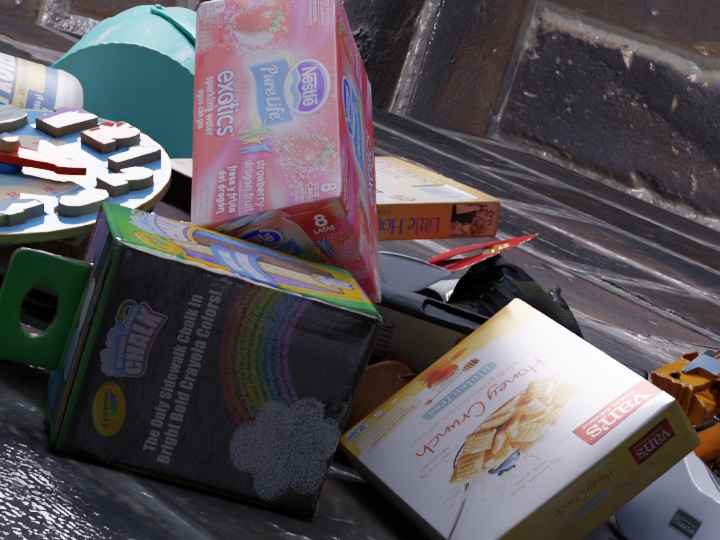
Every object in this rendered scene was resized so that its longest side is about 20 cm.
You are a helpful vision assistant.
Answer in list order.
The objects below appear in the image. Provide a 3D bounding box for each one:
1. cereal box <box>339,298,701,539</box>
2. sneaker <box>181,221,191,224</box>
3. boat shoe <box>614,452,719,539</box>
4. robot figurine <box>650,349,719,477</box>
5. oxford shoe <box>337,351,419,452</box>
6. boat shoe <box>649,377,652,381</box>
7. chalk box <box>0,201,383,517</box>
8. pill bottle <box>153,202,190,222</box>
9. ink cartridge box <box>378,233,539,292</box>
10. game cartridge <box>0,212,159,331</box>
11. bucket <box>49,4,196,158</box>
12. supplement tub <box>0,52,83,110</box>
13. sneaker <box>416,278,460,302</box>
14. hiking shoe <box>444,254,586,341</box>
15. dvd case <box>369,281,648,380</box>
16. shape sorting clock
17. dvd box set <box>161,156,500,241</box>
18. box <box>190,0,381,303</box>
[{"bbox_3d":[0.085,0.097,1.332,0.040,0.144,0.200,56,-10,-25],"label":"cereal box"},{"bbox_3d":[-0.116,0.021,1.523,0.071,0.098,0.200,16,10,-25],"label":"sneaker"},{"bbox_3d":[0.219,0.161,1.444,0.066,0.070,0.200,33,0,-19],"label":"boat shoe"},{"bbox_3d":[0.248,0.107,1.617,0.058,0.145,0.200,28,22,31],"label":"robot figurine"},{"bbox_3d":[0.030,0.092,1.464,0.200,0.071,0.071,19,7,-2],"label":"oxford shoe"},{"bbox_3d":[0.179,0.116,1.666,0.065,0.072,0.200,57,14,12],"label":"boat shoe"},{"bbox_3d":[-0.107,0.042,1.317,0.200,0.125,0.124,17,9,-11],"label":"chalk box"},{"bbox_3d":[-0.089,-0.014,1.753,0.112,0.112,0.200,24,11,35],"label":"pill bottle"},{"bbox_3d":[0.000,0.000,1.600,0.200,0.050,0.161,-26,6,-19],"label":"ink cartridge box"},{"bbox_3d":[-0.211,-0.022,1.459,0.200,0.042,0.133,21,35,11],"label":"game cartridge"},{"bbox_3d":[-0.175,-0.108,1.908,0.207,0.207,0.135,19,16,5],"label":"bucket"},{"bbox_3d":[-0.317,-0.101,1.726,0.200,0.145,0.145,15,9,-16],"label":"supplement tub"},{"bbox_3d":[0.031,0.044,1.668,0.080,0.071,0.200,-2,3,19],"label":"sneaker"},{"bbox_3d":[0.078,0.037,1.602,0.200,0.076,0.101,15,47,-47],"label":"hiking shoe"},{"bbox_3d":[0.071,0.077,1.497,0.200,0.143,0.018,19,53,3],"label":"dvd case"},{"bbox_3d":[-0.214,-0.063,1.427,0.200,0.039,0.200,5,22,-2],"label":"shape sorting clock"},{"bbox_3d":[-0.025,-0.050,1.622,0.200,0.029,0.146,-3,17,-33],"label":"dvd box set"},{"bbox_3d":[-0.046,-0.075,1.460,0.095,0.103,0.200,-11,46,10],"label":"box"}]
